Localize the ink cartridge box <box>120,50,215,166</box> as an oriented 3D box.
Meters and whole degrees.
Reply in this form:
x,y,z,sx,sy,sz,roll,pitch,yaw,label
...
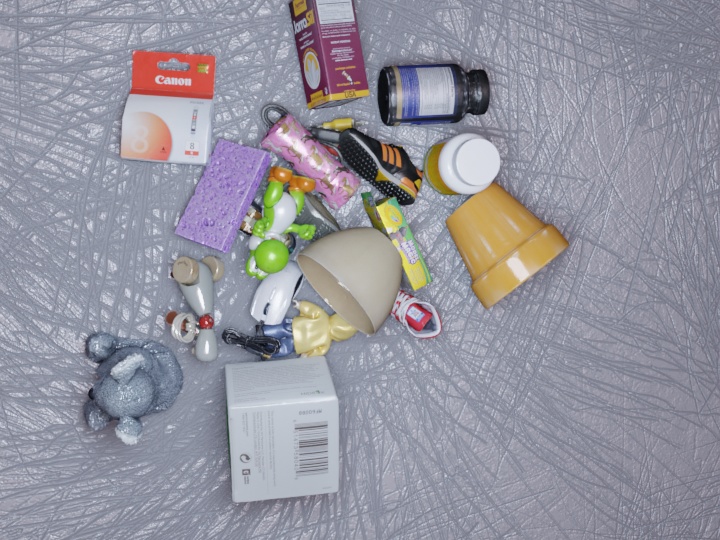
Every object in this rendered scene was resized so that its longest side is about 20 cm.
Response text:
x,y,z,sx,sy,sz,roll,pitch,yaw,label
-0.348,-0.296,1.533,0.160,0.050,0.202,4,97,2,ink cartridge box

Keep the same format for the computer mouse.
x,y,z,sx,sy,sz,roll,pitch,yaw,label
-0.170,0.061,1.573,0.109,0.044,0.201,19,68,10,computer mouse

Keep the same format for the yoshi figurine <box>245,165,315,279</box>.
x,y,z,sx,sy,sz,roll,pitch,yaw,label
-0.142,-0.076,1.488,0.111,0.112,0.202,19,91,8,yoshi figurine

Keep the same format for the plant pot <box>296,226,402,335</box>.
x,y,z,sx,sy,sz,roll,pitch,yaw,label
0.000,0.000,1.531,0.134,0.200,0.201,-43,100,-15,plant pot

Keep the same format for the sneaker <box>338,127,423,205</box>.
x,y,z,sx,sy,sz,roll,pitch,yaw,label
0.042,-0.215,1.604,0.200,0.070,0.090,41,59,-25,sneaker

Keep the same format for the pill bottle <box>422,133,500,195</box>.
x,y,z,sx,sy,sz,roll,pitch,yaw,label
0.191,-0.197,1.572,0.110,0.200,0.112,-1,94,-9,pill bottle

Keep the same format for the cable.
x,y,z,sx,sy,sz,roll,pitch,yaw,label
-0.095,-0.258,1.611,0.198,0.050,0.098,14,109,2,cable

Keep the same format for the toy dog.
x,y,z,sx,sy,sz,roll,pitch,yaw,label
-0.314,0.064,1.555,0.132,0.096,0.202,36,52,-47,toy dog

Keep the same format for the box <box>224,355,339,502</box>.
x,y,z,sx,sy,sz,roll,pitch,yaw,label
-0.146,0.286,1.543,0.198,0.172,0.201,-3,111,-9,box

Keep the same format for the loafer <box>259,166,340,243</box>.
x,y,z,sx,sy,sz,roll,pitch,yaw,label
-0.112,-0.117,1.596,0.075,0.070,0.200,-39,104,16,loafer

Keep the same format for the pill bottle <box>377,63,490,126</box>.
x,y,z,sx,sy,sz,roll,pitch,yaw,label
0.139,-0.334,1.599,0.198,0.112,0.113,-4,95,-10,pill bottle

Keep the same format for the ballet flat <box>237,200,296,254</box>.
x,y,z,sx,sy,sz,roll,pitch,yaw,label
-0.205,-0.094,1.579,0.199,0.073,0.073,34,88,-10,ballet flat

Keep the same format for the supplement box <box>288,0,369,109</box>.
x,y,z,sx,sy,sz,roll,pitch,yaw,label
-0.058,-0.408,1.551,0.085,0.110,0.202,-13,97,-26,supplement box

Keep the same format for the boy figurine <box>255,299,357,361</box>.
x,y,z,sx,sy,sz,roll,pitch,yaw,label
-0.101,0.113,1.615,0.198,0.064,0.126,-13,96,-9,boy figurine

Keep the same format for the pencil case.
x,y,z,sx,sy,sz,roll,pitch,yaw,label
-0.090,-0.199,1.564,0.200,0.087,0.083,41,114,-14,pencil case

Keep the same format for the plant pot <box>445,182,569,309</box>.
x,y,z,sx,sy,sz,roll,pitch,yaw,label
0.264,-0.059,1.613,0.200,0.200,0.184,-37,83,-5,plant pot

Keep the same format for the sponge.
x,y,z,sx,sy,sz,roll,pitch,yaw,label
-0.251,-0.139,1.545,0.111,0.030,0.201,19,81,25,sponge

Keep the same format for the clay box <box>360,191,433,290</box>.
x,y,z,sx,sy,sz,roll,pitch,yaw,label
0.066,-0.065,1.604,0.047,0.115,0.201,-25,98,-8,clay box

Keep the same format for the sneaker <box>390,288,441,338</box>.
x,y,z,sx,sy,sz,roll,pitch,yaw,label
0.071,0.065,1.615,0.199,0.112,0.072,30,90,-11,sneaker

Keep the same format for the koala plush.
x,y,z,sx,sy,sz,roll,pitch,yaw,label
-0.409,0.207,1.498,0.182,0.200,0.179,1,94,-10,koala plush
